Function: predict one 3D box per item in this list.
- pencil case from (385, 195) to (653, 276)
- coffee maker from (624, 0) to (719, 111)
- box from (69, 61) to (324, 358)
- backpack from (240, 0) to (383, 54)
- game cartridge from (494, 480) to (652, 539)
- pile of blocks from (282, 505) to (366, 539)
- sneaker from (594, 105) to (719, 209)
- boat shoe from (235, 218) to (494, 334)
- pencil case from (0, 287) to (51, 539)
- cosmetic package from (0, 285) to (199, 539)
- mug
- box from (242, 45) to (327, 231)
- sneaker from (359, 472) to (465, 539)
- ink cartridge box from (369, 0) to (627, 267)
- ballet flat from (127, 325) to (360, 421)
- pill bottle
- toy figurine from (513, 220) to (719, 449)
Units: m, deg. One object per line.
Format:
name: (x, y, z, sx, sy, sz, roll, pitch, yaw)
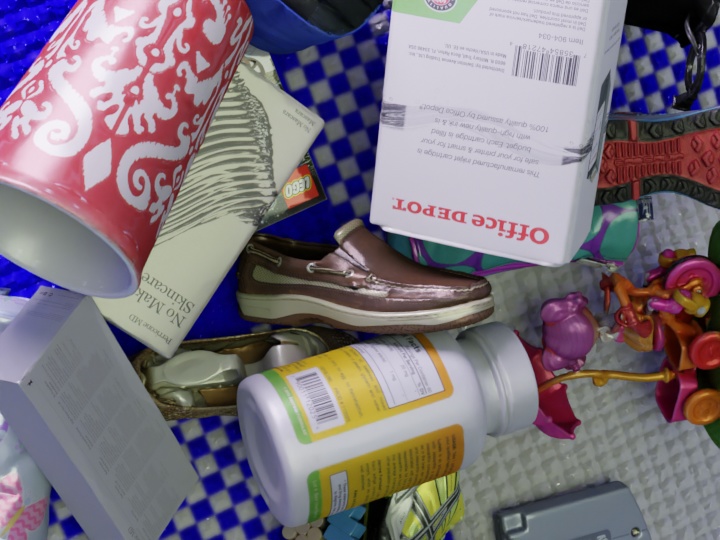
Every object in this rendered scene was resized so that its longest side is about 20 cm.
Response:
pencil case: (0.119, -0.032, 1.150, 0.200, 0.085, 0.093, -10, 80, -16)
coffee maker: (0.160, -0.236, 1.092, 0.200, 0.135, 0.192, 6, 59, -7)
box: (-0.116, -0.045, 1.041, 0.082, 0.068, 0.200, 33, 86, -19)
backpack: (-0.069, -0.251, 1.018, 0.200, 0.168, 0.163, 36, 75, -20)
game cartridge: (0.188, 0.281, 1.236, 0.133, 0.040, 0.200, -11, 100, -13)
pile of blocks: (-0.020, 0.212, 1.117, 0.082, 0.062, 0.200, -7, 71, 16)
sneaker: (0.231, -0.094, 1.104, 0.200, 0.096, 0.079, 2, 108, -3)
boat shoe: (-0.003, 0.001, 1.070, 0.202, 0.075, 0.075, 1, 102, 23)
pencil case: (-0.259, 0.115, 1.046, 0.091, 0.083, 0.200, 2, 97, -32)
cosmetic package: (-0.187, 0.110, 1.030, 0.083, 0.051, 0.200, -58, 142, -34)
mug: (-0.173, -0.101, 0.961, 0.133, 0.177, 0.200, 44, 61, -37)
box: (-0.141, -0.076, 1.086, 0.200, 0.038, 0.137, -25, 103, -13)
sneaker: (0.042, 0.200, 1.159, 0.076, 0.075, 0.200, 15, 93, -18)
ink cartridge box: (0.095, -0.119, 1.016, 0.145, 0.084, 0.200, 13, 113, 17)
ballet flat: (-0.084, 0.077, 1.103, 0.200, 0.065, 0.071, -10, 76, -18)
pill bottle: (0.021, 0.103, 1.068, 0.200, 0.111, 0.111, -16, 101, -18)
toy figurine: (0.200, 0.060, 1.157, 0.184, 0.150, 0.200, -6, 124, -7)
